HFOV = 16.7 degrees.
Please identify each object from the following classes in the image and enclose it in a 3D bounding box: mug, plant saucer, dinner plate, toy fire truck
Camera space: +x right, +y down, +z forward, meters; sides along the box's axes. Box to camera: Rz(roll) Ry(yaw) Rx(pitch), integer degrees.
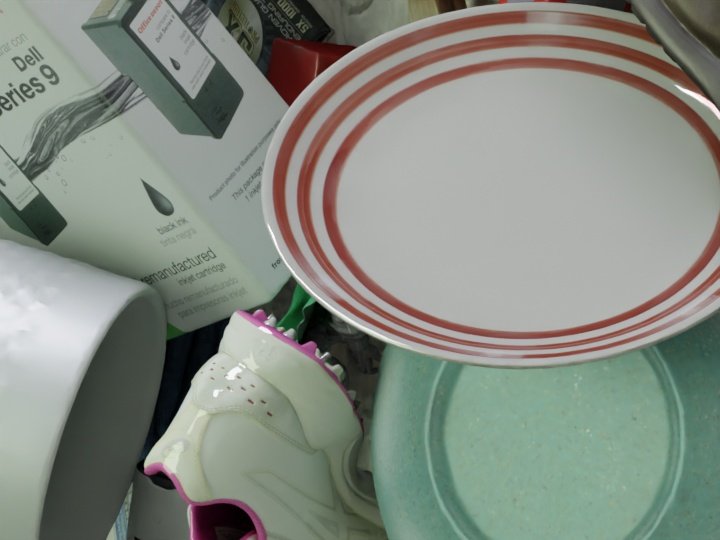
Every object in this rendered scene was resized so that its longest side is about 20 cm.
[{"bbox_3d":[-0.203,0.075,1.091,0.148,0.175,0.201,67,-139,-74],"label":"mug"},{"bbox_3d":[0.080,0.063,0.928,0.201,0.039,0.202,-3,84,31],"label":"plant saucer"},{"bbox_3d":[0.063,-0.031,0.916,0.024,0.200,0.200,85,159,-43],"label":"dinner plate"},{"bbox_3d":[0.039,-0.112,1.072,0.200,0.049,0.141,31,112,52],"label":"toy fire truck"}]

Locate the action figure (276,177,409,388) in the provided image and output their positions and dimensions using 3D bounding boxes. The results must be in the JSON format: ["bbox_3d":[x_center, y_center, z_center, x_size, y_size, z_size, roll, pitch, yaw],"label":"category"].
[{"bbox_3d":[0.000,0.000,1.033,0.118,0.055,0.200,-60,-2,-16],"label":"action figure"}]

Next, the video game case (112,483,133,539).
[{"bbox_3d":[-0.064,0.179,1.213,0.182,0.022,0.201,-36,57,48],"label":"video game case"}]

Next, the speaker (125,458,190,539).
[{"bbox_3d":[-0.080,0.193,1.145,0.081,0.081,0.201,16,100,56],"label":"speaker"}]

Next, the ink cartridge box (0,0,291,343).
[{"bbox_3d":[-0.123,-0.069,1.124,0.146,0.200,0.084,-21,24,50],"label":"ink cartridge box"}]

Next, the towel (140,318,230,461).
[{"bbox_3d":[-0.140,0.061,1.295,0.200,0.048,0.112,-14,57,54],"label":"towel"}]

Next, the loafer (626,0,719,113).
[{"bbox_3d":[0.159,-0.085,0.883,0.071,0.073,0.200,-47,53,28],"label":"loafer"}]

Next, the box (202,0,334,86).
[{"bbox_3d":[-0.139,-0.140,1.212,0.200,0.086,0.164,50,142,-10],"label":"box"}]

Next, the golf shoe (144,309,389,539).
[{"bbox_3d":[-0.031,0.104,1.034,0.075,0.200,0.092,25,64,40],"label":"golf shoe"}]

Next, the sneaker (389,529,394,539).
[{"bbox_3d":[0.071,0.040,1.003,0.076,0.075,0.201,11,94,28],"label":"sneaker"}]
